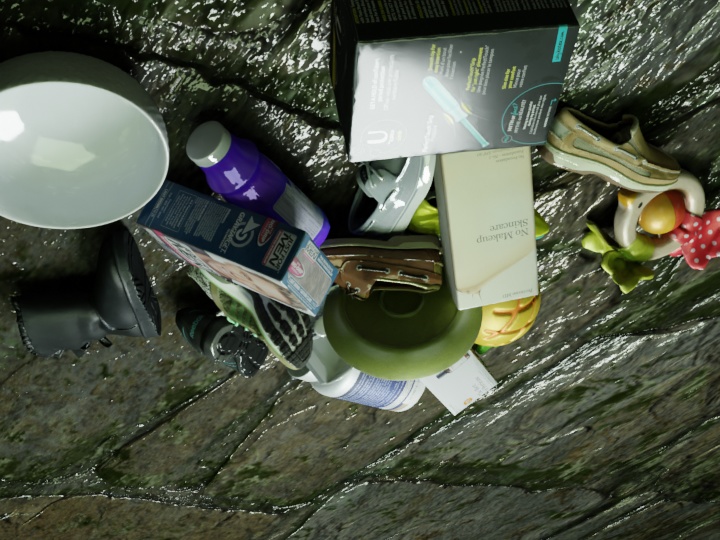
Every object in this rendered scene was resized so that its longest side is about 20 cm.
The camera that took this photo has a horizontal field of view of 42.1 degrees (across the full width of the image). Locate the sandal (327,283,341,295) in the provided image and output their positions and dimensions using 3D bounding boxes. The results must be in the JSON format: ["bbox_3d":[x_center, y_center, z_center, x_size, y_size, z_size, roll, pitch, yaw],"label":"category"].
[{"bbox_3d":[-0.087,0.008,1.171,0.199,0.076,0.048,-19,127,7],"label":"sandal"}]

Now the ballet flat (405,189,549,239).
[{"bbox_3d":[0.147,-0.074,1.145,0.198,0.067,0.067,0,123,-16],"label":"ballet flat"}]

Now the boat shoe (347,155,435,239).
[{"bbox_3d":[0.030,-0.100,1.056,0.071,0.070,0.201,-4,147,-19],"label":"boat shoe"}]

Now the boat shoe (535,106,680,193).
[{"bbox_3d":[0.305,-0.145,1.093,0.199,0.072,0.076,7,129,-27],"label":"boat shoe"}]

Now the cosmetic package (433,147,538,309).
[{"bbox_3d":[0.143,-0.065,1.074,0.103,0.073,0.201,-12,119,-2],"label":"cosmetic package"}]

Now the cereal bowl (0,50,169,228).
[{"bbox_3d":[-0.283,-0.132,0.891,0.198,0.084,0.201,-10,145,-7],"label":"cereal bowl"}]

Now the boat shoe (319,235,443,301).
[{"bbox_3d":[0.000,0.000,1.109,0.198,0.069,0.072,-5,171,0],"label":"boat shoe"}]

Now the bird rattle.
[{"bbox_3d":[0.398,-0.058,1.223,0.198,0.113,0.164,-15,129,-4],"label":"bird rattle"}]

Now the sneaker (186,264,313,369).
[{"bbox_3d":[-0.137,0.042,1.140,0.088,0.200,0.077,-34,-173,48],"label":"sneaker"}]

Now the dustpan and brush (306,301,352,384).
[{"bbox_3d":[-0.008,0.038,1.228,0.200,0.140,0.057,-39,-174,-15],"label":"dustpan and brush"}]

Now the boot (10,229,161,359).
[{"bbox_3d":[-0.335,0.034,1.125,0.161,0.074,0.199,-7,146,-3],"label":"boot"}]

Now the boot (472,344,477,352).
[{"bbox_3d":[0.124,0.066,1.345,0.075,0.074,0.200,-46,140,4],"label":"boot"}]

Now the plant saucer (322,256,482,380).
[{"bbox_3d":[0.051,0.043,1.152,0.198,0.201,0.031,-11,141,-3],"label":"plant saucer"}]

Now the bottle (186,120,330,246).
[{"bbox_3d":[-0.111,-0.088,1.013,0.065,0.083,0.200,-52,140,-4],"label":"bottle"}]

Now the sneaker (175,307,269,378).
[{"bbox_3d":[-0.180,0.089,1.265,0.079,0.076,0.200,24,170,21],"label":"sneaker"}]

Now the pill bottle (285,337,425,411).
[{"bbox_3d":[-0.007,0.131,1.334,0.199,0.112,0.111,19,134,-39],"label":"pill bottle"}]

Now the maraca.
[{"bbox_3d":[0.193,0.051,1.293,0.137,0.107,0.200,-41,152,-5],"label":"maraca"}]

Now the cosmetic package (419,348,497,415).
[{"bbox_3d":[0.114,0.125,1.293,0.082,0.051,0.200,-36,138,6],"label":"cosmetic package"}]

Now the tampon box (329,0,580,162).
[{"bbox_3d":[0.077,-0.204,0.873,0.198,0.127,0.150,-6,145,-9],"label":"tampon box"}]

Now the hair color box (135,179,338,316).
[{"bbox_3d":[-0.132,-0.026,1.005,0.199,0.061,0.100,20,165,27],"label":"hair color box"}]
